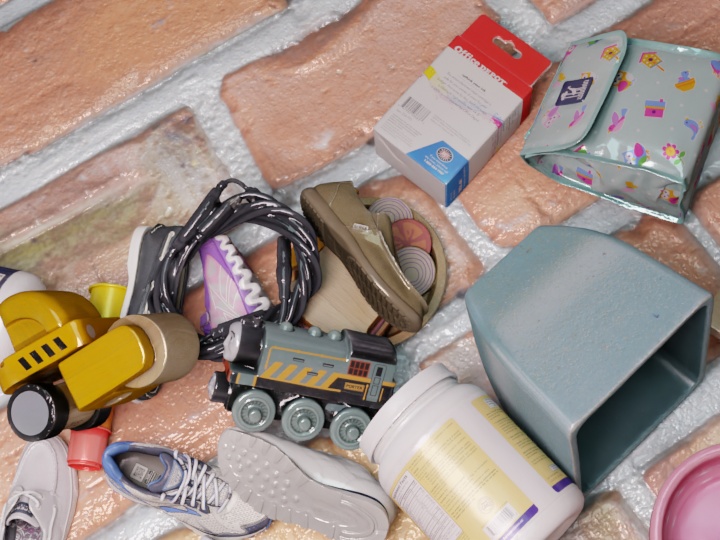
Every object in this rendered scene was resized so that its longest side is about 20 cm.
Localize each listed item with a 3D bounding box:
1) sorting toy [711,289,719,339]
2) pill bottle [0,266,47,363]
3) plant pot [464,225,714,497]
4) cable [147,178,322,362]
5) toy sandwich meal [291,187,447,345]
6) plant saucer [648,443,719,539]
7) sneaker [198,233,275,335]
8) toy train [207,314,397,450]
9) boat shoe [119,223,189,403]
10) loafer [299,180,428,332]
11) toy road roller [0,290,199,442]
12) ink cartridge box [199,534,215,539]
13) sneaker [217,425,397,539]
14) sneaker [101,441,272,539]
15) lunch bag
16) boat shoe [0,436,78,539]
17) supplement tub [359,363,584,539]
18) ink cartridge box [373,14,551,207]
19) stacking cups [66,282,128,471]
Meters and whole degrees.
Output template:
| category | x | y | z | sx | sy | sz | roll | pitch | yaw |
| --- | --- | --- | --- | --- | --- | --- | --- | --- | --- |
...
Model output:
| category | x | y | z | sx | sy | sz | roll | pitch | yaw |
| --- | --- | --- | --- | --- | --- | --- | --- | --- | --- |
| sorting toy | 0.491 | 0.042 | 1.244 | 0.199 | 0.070 | 0.199 | 35 | 75 | 17 |
| pill bottle | -0.416 | 0.049 | 1.306 | 0.197 | 0.111 | 0.112 | 12 | 69 | 10 |
| plant pot | 0.216 | 0.072 | 1.201 | 0.196 | 0.197 | 0.200 | -40 | 59 | -11 |
| cable | -0.135 | 0.014 | 1.251 | 0.162 | 0.051 | 0.201 | 35 | 85 | 5 |
| toy sandwich meal | 0.000 | 0.000 | 1.307 | 0.202 | 0.070 | 0.208 | -2 | 68 | 5 |
| plant saucer | 0.385 | 0.274 | 1.169 | 0.197 | 0.051 | 0.204 | -2 | 67 | 4 |
| sneaker | -0.147 | 0.038 | 1.306 | 0.088 | 0.081 | 0.201 | -33 | 69 | 0 |
| toy train | -0.055 | 0.111 | 1.208 | 0.197 | 0.085 | 0.116 | 12 | 104 | -15 |
| boat shoe | -0.225 | 0.045 | 1.298 | 0.059 | 0.076 | 0.203 | -4 | 78 | 18 |
| loafer | 0.013 | -0.024 | 1.245 | 0.067 | 0.076 | 0.201 | -34 | 73 | -14 |
| toy road roller | -0.276 | 0.073 | 1.182 | 0.198 | 0.123 | 0.148 | -28 | 82 | 15 |
| ink cartridge box | -0.146 | 0.395 | 1.172 | 0.161 | 0.057 | 0.201 | 30 | 69 | 14 |
| sneaker | -0.055 | 0.215 | 1.213 | 0.198 | 0.081 | 0.077 | 28 | 116 | 3 |
| sneaker | -0.184 | 0.227 | 1.225 | 0.197 | 0.085 | 0.078 | 13 | 69 | 10 |
| lunch bag | 0.296 | -0.170 | 1.324 | 0.198 | 0.122 | 0.172 | 19 | 73 | 21 |
| boat shoe | -0.348 | 0.264 | 1.233 | 0.071 | 0.069 | 0.203 | 5 | 66 | 7 |
| supplement tub | 0.108 | 0.207 | 1.172 | 0.145 | 0.146 | 0.200 | -41 | 69 | -11 |
| ink cartridge box | 0.121 | -0.189 | 1.374 | 0.116 | 0.067 | 0.200 | 39 | 76 | 18 |
| stacking cups | -0.287 | 0.119 | 1.298 | 0.059 | 0.061 | 0.203 | 3 | 71 | 6 |
